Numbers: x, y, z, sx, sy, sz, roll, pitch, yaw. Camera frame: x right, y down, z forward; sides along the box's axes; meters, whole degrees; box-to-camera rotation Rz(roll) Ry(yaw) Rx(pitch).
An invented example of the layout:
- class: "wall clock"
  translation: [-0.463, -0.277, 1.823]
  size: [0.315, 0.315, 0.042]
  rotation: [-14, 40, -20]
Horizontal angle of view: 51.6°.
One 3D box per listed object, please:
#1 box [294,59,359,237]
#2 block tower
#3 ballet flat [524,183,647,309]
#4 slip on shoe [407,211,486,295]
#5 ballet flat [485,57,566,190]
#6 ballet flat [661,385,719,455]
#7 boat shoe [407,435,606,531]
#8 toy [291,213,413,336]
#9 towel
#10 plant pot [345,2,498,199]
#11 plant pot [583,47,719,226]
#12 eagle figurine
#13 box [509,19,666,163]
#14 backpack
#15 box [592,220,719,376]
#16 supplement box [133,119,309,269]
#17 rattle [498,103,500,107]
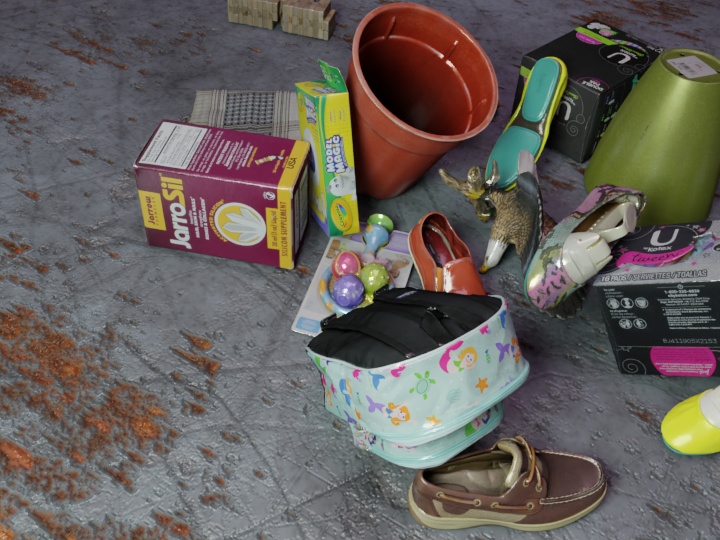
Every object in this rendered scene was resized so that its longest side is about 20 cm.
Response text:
- class: "box"
  translation: [-0.043, -0.156, 0.938]
  size: [0.047, 0.204, 0.117]
  rotation: [-9, 22, -14]
- class: "block tower"
  translation: [-0.146, -0.482, 1.386]
  size: [0.196, 0.055, 0.058]
  rotation: [13, 44, 8]
- class: "ballet flat"
  translation: [0.252, -0.034, 0.809]
  size: [0.200, 0.070, 0.071]
  rotation: [-43, 20, -31]
- class: "slip on shoe"
  translation: [0.113, 0.014, 0.887]
  size: [0.073, 0.062, 0.202]
  rotation: [-12, 58, -19]
- class: "ballet flat"
  translation: [0.245, -0.203, 1.068]
  size: [0.066, 0.203, 0.067]
  rotation: [27, 8, 27]
- class: "ballet flat"
  translation: [0.411, 0.140, 0.787]
  size: [0.196, 0.068, 0.067]
  rotation: [-9, 46, -13]
- class: "boat shoe"
  translation: [0.144, 0.197, 0.705]
  size: [0.196, 0.073, 0.073]
  rotation: [-1, 44, -5]
- class: "toy"
  translation: [0.000, 0.000, 0.912]
  size: [0.113, 0.048, 0.202]
  rotation: [13, 45, 10]
- class: "towel"
  translation: [-0.174, -0.220, 1.132]
  size: [0.189, 0.035, 0.202]
  rotation: [2, 45, -2]
- class: "plant pot"
  translation: [0.049, -0.205, 0.988]
  size: [0.197, 0.195, 0.204]
  rotation: [9, 63, -19]
- class: "plant pot"
  translation: [0.426, -0.191, 1.027]
  size: [0.183, 0.202, 0.189]
  rotation: [2, 44, -2]
- class: "eagle figurine"
  translation: [0.203, -0.049, 0.928]
  size: [0.150, 0.153, 0.200]
  rotation: [-12, 35, -30]
- class: "box"
  translation: [0.358, -0.287, 1.173]
  size: [0.199, 0.126, 0.148]
  rotation: [-31, 53, -30]
- class: "backpack"
  translation: [0.060, 0.095, 0.715]
  size: [0.176, 0.153, 0.199]
  rotation: [-25, 7, -27]
- class: "box"
  translation: [0.372, 0.027, 0.798]
  size: [0.197, 0.134, 0.115]
  rotation: [-5, 33, 37]
- class: "supplement box"
  translation: [-0.167, -0.096, 0.938]
  size: [0.196, 0.132, 0.104]
  rotation: [9, 44, 6]
- class: "rattle"
  translation: [0.125, -0.236, 1.178]
  size: [0.129, 0.143, 0.202]
  rotation: [28, 84, 16]
